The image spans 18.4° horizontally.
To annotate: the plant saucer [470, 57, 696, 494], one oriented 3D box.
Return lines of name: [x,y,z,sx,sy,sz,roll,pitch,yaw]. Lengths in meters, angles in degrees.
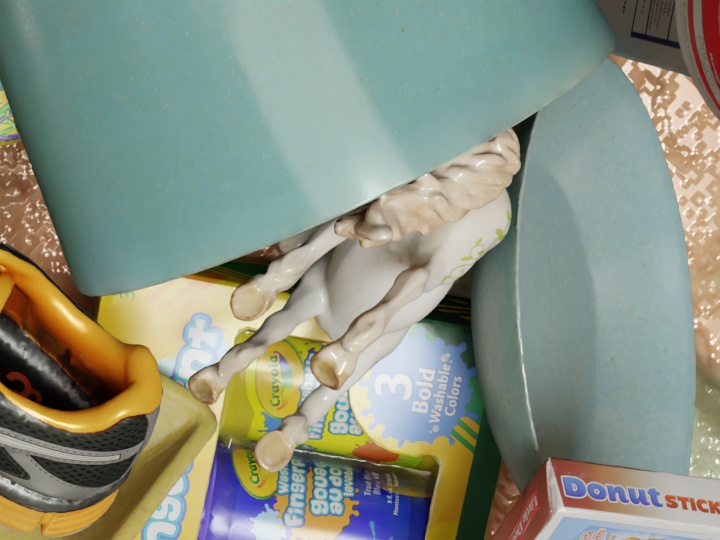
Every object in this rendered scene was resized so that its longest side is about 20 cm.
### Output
plant saucer: [0.080,0.020,0.838,0.039,0.201,0.202,-4,102,26]

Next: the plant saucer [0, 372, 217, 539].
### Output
plant saucer: [-0.182,0.078,0.777,0.199,0.200,0.049,29,135,9]

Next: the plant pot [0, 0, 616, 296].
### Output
plant pot: [-0.038,-0.108,0.734,0.200,0.201,0.162,-25,100,-1]

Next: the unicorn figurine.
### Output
unicorn figurine: [0.000,0.000,0.773,0.137,0.200,0.074,-45,104,-31]

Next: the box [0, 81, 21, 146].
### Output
box: [-0.232,-0.130,0.797,0.192,0.122,0.201,-12,101,-4]

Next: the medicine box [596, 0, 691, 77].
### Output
medicine box: [0.190,-0.107,0.805,0.181,0.200,0.104,12,98,-8]

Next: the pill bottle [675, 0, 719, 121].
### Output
pill bottle: [0.160,-0.070,0.603,0.112,0.200,0.113,-1,100,-5]

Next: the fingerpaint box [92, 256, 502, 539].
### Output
fingerpaint box: [-0.038,0.101,0.882,0.166,0.073,0.201,11,98,-8]

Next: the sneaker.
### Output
sneaker: [-0.150,0.009,0.725,0.199,0.079,0.077,31,139,-17]

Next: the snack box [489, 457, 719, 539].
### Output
snack box: [0.059,0.138,0.795,0.072,0.024,0.200,9,136,-19]
